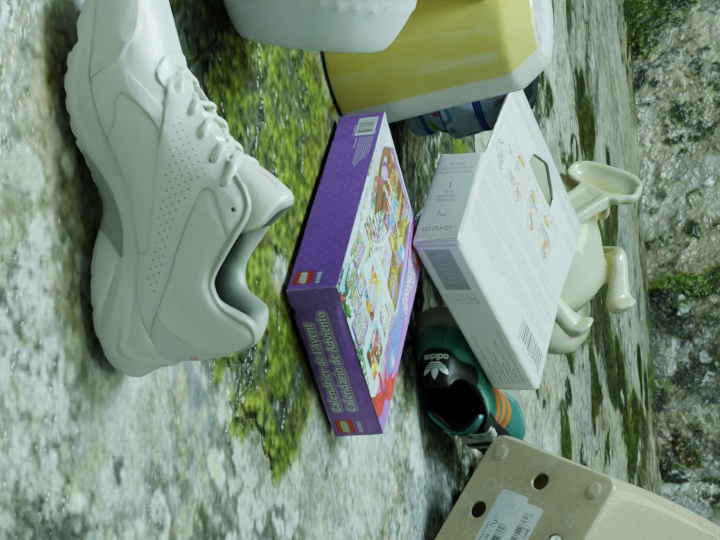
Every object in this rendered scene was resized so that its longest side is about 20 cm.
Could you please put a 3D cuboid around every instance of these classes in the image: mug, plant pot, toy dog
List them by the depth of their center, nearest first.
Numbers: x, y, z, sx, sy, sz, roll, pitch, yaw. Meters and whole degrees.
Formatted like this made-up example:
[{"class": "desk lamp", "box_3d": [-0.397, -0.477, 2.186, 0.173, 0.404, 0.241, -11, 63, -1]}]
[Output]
[{"class": "mug", "box_3d": [-0.016, -0.226, 0.966, 0.200, 0.147, 0.176, -59, 156, -76]}, {"class": "mug", "box_3d": [0.058, -0.181, 1.189, 0.187, 0.153, 0.150, -55, 139, -65]}, {"class": "plant pot", "box_3d": [0.171, 0.250, 1.335, 0.177, 0.200, 0.200, 44, 73, -41]}, {"class": "toy dog", "box_3d": [0.176, 0.000, 1.588, 0.139, 0.194, 0.200, -39, 138, -37]}]

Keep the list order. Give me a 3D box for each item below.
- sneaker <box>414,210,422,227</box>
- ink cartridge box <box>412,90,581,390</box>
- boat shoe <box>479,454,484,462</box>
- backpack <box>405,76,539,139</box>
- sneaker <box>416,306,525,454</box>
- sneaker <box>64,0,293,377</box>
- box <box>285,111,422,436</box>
[{"class": "sneaker", "box_3d": [0.098, -0.009, 1.427, 0.200, 0.069, 0.100, -21, 108, -72]}, {"class": "ink cartridge box", "box_3d": [0.118, -0.028, 1.318, 0.200, 0.045, 0.176, 59, 40, -44]}, {"class": "boat shoe", "box_3d": [0.133, 0.197, 1.513, 0.200, 0.072, 0.072, 39, 37, -69]}, {"class": "backpack", "box_3d": [0.094, -0.200, 1.374, 0.163, 0.153, 0.200, 74, 1, -46]}, {"class": "sneaker", "box_3d": [0.090, 0.119, 1.383, 0.200, 0.071, 0.080, 58, 34, -46]}, {"class": "sneaker", "box_3d": [-0.081, -0.051, 0.774, 0.078, 0.099, 0.200, -34, 119, -71]}, {"class": "box", "box_3d": [0.000, 0.000, 1.144, 0.200, 0.039, 0.137, -75, 155, -49]}]
